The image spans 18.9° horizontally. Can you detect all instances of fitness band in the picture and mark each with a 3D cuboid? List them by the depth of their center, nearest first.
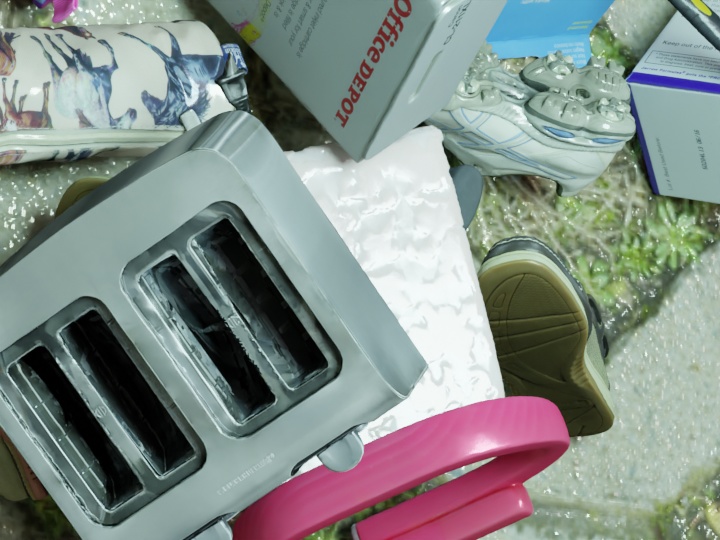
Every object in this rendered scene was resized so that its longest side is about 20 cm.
[{"bbox_3d":[0.024,0.126,1.195,0.144,0.199,0.038,37,29,-61],"label":"fitness band"}]

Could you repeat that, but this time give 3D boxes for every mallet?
[{"bbox_3d":[0.195,-0.188,1.358,0.199,0.041,0.066,38,56,-6],"label":"mallet"}]

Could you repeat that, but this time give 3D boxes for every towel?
[{"bbox_3d":[-0.027,0.025,1.214,0.198,0.032,0.193,-11,80,-16],"label":"towel"}]

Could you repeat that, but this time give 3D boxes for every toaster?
[{"bbox_3d":[-0.088,0.030,1.078,0.201,0.180,0.119,56,10,-7],"label":"toaster"}]

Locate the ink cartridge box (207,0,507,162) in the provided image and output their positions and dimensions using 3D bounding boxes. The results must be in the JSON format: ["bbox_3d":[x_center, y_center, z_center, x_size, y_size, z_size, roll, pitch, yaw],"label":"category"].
[{"bbox_3d":[-0.017,-0.184,1.194,0.083,0.146,0.200,-33,75,-36],"label":"ink cartridge box"}]

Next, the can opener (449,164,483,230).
[{"bbox_3d":[0.000,0.000,1.269,0.053,0.067,0.200,53,56,-17],"label":"can opener"}]

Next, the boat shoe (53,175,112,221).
[{"bbox_3d":[-0.072,0.009,1.166,0.199,0.063,0.074,25,103,0],"label":"boat shoe"}]

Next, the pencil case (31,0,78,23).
[{"bbox_3d":[-0.187,-0.238,1.162,0.088,0.088,0.201,-39,102,-35],"label":"pencil case"}]

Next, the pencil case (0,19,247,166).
[{"bbox_3d":[-0.158,-0.090,1.153,0.199,0.089,0.078,-7,126,-38],"label":"pencil case"}]

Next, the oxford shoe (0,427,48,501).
[{"bbox_3d":[-0.227,0.044,1.104,0.074,0.071,0.201,-28,111,2],"label":"oxford shoe"}]

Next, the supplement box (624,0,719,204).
[{"bbox_3d":[0.276,-0.146,1.466,0.200,0.103,0.102,-53,138,-32],"label":"supplement box"}]

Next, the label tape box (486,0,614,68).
[{"bbox_3d":[0.104,-0.214,1.389,0.143,0.063,0.202,-9,87,-37],"label":"label tape box"}]

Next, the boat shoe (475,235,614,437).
[{"bbox_3d":[0.110,0.032,1.318,0.201,0.072,0.065,66,21,-54],"label":"boat shoe"}]

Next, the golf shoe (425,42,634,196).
[{"bbox_3d":[0.064,-0.095,1.322,0.198,0.098,0.079,18,45,-6],"label":"golf shoe"}]
